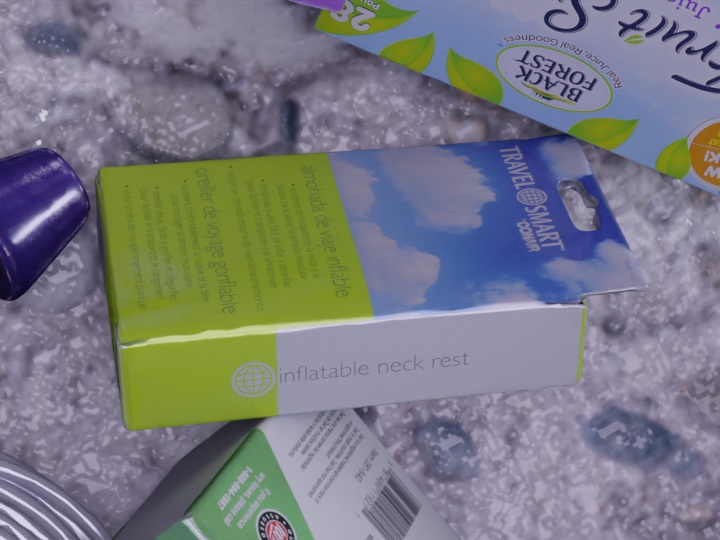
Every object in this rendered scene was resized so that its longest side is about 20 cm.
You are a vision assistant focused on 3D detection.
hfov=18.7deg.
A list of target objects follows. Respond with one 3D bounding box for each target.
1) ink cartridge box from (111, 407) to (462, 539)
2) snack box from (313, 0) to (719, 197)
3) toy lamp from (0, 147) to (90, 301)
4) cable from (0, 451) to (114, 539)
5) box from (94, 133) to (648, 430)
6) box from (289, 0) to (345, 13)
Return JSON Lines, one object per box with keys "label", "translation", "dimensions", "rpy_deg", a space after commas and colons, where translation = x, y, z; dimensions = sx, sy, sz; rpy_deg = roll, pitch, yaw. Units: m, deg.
{"label": "ink cartridge box", "translation": [-0.003, 0.156, 0.831], "dimensions": [0.084, 0.145, 0.200], "rpy_deg": [-38, 95, 25]}
{"label": "snack box", "translation": [0.104, -0.135, 0.856], "dimensions": [0.199, 0.169, 0.068], "rpy_deg": [23, 41, -7]}
{"label": "toy lamp", "translation": [-0.191, 0.018, 0.840], "dimensions": [0.200, 0.058, 0.058], "rpy_deg": [-37, 94, -26]}
{"label": "cable", "translation": [-0.180, 0.162, 0.850], "dimensions": [0.199, 0.069, 0.201], "rpy_deg": [11, 86, -9]}
{"label": "box", "translation": [0.000, 0.000, 0.856], "dimensions": [0.199, 0.122, 0.048], "rpy_deg": [-5, 125, -8]}
{"label": "box", "translation": [-0.018, -0.214, 0.820], "dimensions": [0.039, 0.137, 0.201], "rpy_deg": [10, 110, -35]}
